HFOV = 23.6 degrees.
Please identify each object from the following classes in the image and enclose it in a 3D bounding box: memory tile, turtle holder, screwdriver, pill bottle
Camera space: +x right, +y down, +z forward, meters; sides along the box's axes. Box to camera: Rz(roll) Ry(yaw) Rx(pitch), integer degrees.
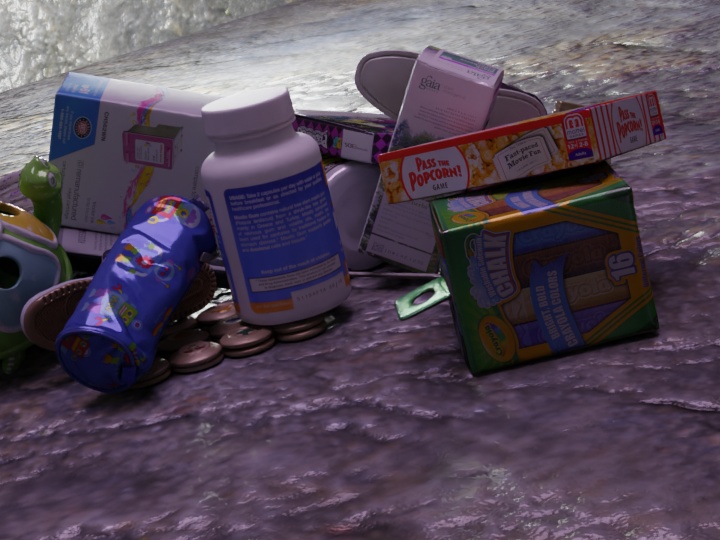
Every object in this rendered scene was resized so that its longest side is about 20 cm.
[{"bbox_3d":[-0.141,0.059,1.603,0.200,0.017,0.153,-17,16,-13],"label":"memory tile"},{"bbox_3d":[-0.338,-0.006,1.637,0.185,0.132,0.141,-33,58,-9],"label":"turtle holder"},{"bbox_3d":[0.000,0.000,1.662,0.200,0.029,0.028,-5,17,44],"label":"screwdriver"},{"bbox_3d":[-0.043,-0.067,1.791,0.111,0.111,0.200,-20,17,-24],"label":"pill bottle"},{"bbox_3d":[-0.082,-0.060,1.573,0.112,0.200,0.112,-11,16,3],"label":"pill bottle"}]

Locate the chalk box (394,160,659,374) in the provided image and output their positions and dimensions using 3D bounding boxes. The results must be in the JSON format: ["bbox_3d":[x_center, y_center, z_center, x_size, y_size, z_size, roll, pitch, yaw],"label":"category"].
[{"bbox_3d":[0.124,-0.002,1.403,0.200,0.124,0.124,-13,15,0],"label":"chalk box"}]

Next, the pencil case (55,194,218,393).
[{"bbox_3d":[-0.195,0.018,1.543,0.087,0.078,0.200,20,48,7],"label":"pencil case"}]

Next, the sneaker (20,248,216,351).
[{"bbox_3d":[-0.248,0.025,1.644,0.200,0.070,0.108,-15,19,-35],"label":"sneaker"}]

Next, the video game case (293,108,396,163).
[{"bbox_3d":[0.018,-0.139,1.792,0.181,0.036,0.200,16,12,43],"label":"video game case"}]

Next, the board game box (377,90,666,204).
[{"bbox_3d":[0.138,-0.104,1.467,0.200,0.046,0.151,-11,5,31],"label":"board game box"}]

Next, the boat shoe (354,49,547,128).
[{"bbox_3d":[0.092,-0.177,1.754,0.200,0.074,0.060,13,12,1],"label":"boat shoe"}]

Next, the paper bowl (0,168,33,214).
[{"bbox_3d":[-0.310,-0.065,1.949,0.200,0.104,0.201,-11,-4,-1],"label":"paper bowl"}]

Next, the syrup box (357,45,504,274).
[{"bbox_3d":[0.067,-0.104,1.636,0.079,0.200,0.081,19,20,6],"label":"syrup box"}]

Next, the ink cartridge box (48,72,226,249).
[{"bbox_3d":[-0.219,-0.113,1.793,0.200,0.145,0.085,8,20,-5],"label":"ink cartridge box"}]

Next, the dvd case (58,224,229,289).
[{"bbox_3d":[-0.217,-0.022,1.795,0.200,0.025,0.150,6,17,-9],"label":"dvd case"}]

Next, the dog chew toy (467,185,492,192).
[{"bbox_3d":[0.177,-0.081,1.662,0.124,0.125,0.200,-7,8,20],"label":"dog chew toy"}]

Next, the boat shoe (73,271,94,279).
[{"bbox_3d":[-0.287,0.014,1.794,0.073,0.062,0.200,-10,16,10],"label":"boat shoe"}]

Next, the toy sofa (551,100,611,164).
[{"bbox_3d":[0.191,-0.144,1.961,0.083,0.098,0.200,7,3,-34],"label":"toy sofa"}]
